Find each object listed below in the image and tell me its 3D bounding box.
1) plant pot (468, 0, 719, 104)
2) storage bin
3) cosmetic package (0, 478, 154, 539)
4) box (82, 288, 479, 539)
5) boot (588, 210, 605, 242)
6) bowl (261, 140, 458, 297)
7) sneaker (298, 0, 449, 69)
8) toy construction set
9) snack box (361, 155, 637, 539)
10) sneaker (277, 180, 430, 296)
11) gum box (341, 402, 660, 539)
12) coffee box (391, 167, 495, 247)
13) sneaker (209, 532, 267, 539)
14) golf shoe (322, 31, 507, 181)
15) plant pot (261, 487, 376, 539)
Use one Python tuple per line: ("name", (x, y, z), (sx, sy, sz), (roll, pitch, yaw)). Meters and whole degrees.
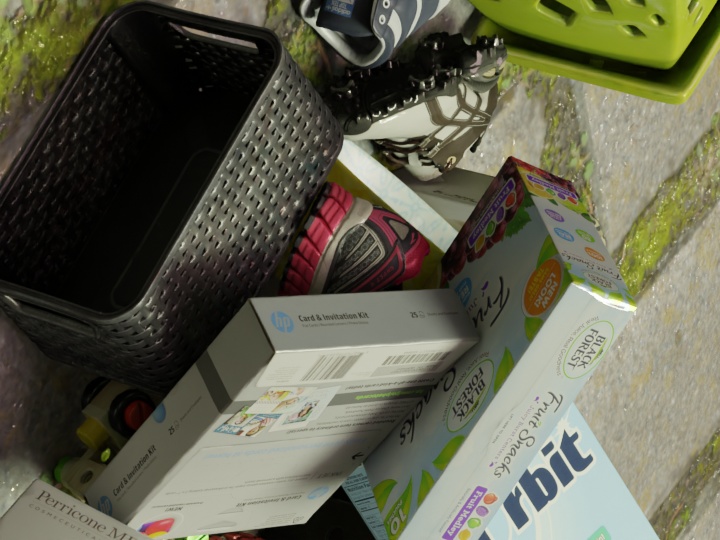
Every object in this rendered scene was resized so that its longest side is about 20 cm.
("plant pot", (0.176, -0.238, 1.843), (0.199, 0.199, 0.182), (-57, 149, -29))
("storage bin", (-0.117, -0.042, 1.547), (0.200, 0.135, 0.094), (-61, 145, -18))
("cosmetic package", (-0.194, 0.217, 1.479), (0.200, 0.101, 0.071), (-51, 162, -46))
("box", (-0.046, 0.085, 1.545), (0.156, 0.041, 0.200), (-3, 145, -41))
("boot", (0.123, 0.060, 1.991), (0.154, 0.073, 0.204), (-25, 120, -43))
("bowl", (0.000, 0.000, 1.717), (0.108, 0.200, 0.200), (-49, 146, 6))
("sneaker", (0.006, -0.222, 1.712), (0.109, 0.070, 0.200), (-48, 142, -36))
("toy construction set", (-0.111, 0.099, 1.656), (0.131, 0.092, 0.200), (56, 52, -33))
("snack box", (0.072, 0.054, 1.574), (0.053, 0.142, 0.200), (20, 115, -26))
("sneaker", (-0.019, 0.041, 1.611), (0.081, 0.074, 0.200), (-64, 176, -45))
("gum box", (0.090, 0.153, 1.755), (0.170, 0.045, 0.200), (-38, 100, -35))
("coffee box", (0.065, 0.037, 1.868), (0.080, 0.114, 0.201), (-21, 122, -54))
("sneaker", (-0.112, 0.258, 1.755), (0.200, 0.078, 0.082), (-55, 162, -26))
("golf shoe", (0.040, -0.099, 1.796), (0.200, 0.078, 0.095), (-24, 122, -54))
("plant pot", (0.023, 0.246, 1.839), (0.177, 0.199, 0.201), (31, 78, -44))
